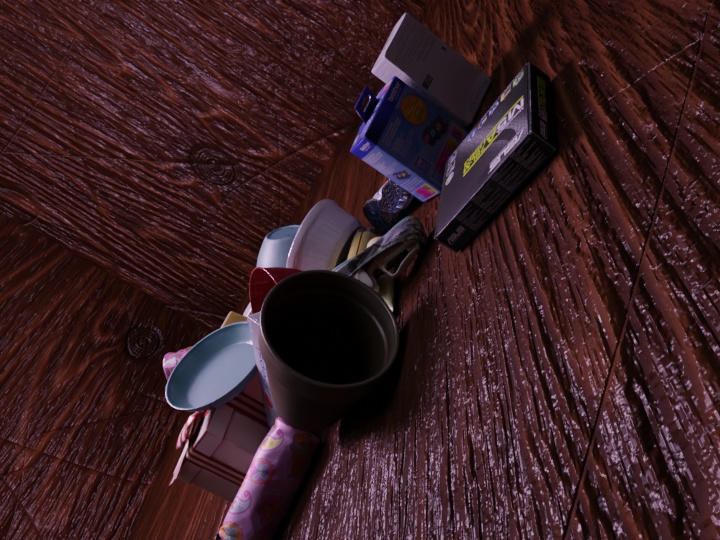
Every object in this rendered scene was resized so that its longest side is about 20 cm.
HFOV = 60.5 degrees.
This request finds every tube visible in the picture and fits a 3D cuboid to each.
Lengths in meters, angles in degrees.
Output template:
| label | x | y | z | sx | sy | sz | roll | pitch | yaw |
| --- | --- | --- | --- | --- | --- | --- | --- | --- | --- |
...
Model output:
| label | x | y | z | sx | sy | sz | roll | pitch | yaw |
| --- | --- | --- | --- | --- | --- | --- | --- | --- | --- |
| tube | 0.032 | 0.024 | 1.029 | 0.202 | 0.050 | 0.059 | -87 | -9 | -52 |

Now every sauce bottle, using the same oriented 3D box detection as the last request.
| label | x | y | z | sx | sy | sz | roll | pitch | yaw |
| --- | --- | --- | --- | --- | --- | --- | --- | --- | --- |
| sauce bottle | 0.000 | 0.000 | 1.148 | 0.065 | 0.064 | 0.202 | -49 | 16 | 38 |

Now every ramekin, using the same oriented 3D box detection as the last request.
| label | x | y | z | sx | sy | sz | roll | pitch | yaw |
| --- | --- | --- | --- | --- | --- | --- | --- | --- | --- |
| ramekin | -0.065 | -0.035 | 1.269 | 0.205 | 0.092 | 0.204 | -59 | -17 | -30 |

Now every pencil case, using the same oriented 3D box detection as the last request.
| label | x | y | z | sx | sy | sz | roll | pitch | yaw |
| --- | --- | --- | --- | --- | --- | --- | --- | --- | --- |
| pencil case | -0.280 | 0.164 | 1.188 | 0.196 | 0.083 | 0.088 | -23 | 57 | 6 |
| pencil case | -0.137 | 0.328 | 0.935 | 0.204 | 0.086 | 0.087 | -64 | 14 | -11 |

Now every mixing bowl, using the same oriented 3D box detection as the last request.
| label | x | y | z | sx | sy | sz | roll | pitch | yaw |
| --- | --- | --- | --- | --- | --- | --- | --- | --- | --- |
| mixing bowl | -0.113 | 0.078 | 1.112 | 0.106 | 0.205 | 0.200 | -18 | -8 | -28 |

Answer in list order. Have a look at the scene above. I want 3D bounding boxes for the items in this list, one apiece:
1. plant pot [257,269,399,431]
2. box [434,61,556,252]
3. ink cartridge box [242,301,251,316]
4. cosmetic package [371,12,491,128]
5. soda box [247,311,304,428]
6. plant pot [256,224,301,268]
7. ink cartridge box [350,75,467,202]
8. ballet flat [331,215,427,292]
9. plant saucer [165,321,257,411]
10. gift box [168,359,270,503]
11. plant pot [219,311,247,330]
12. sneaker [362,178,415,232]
| label | x | y | z | sx | sy | sz | roll | pitch | yaw |
| --- | --- | --- | --- | --- | --- | --- | --- | --- | --- |
| plant pot | -0.059 | 0.131 | 0.884 | 0.203 | 0.195 | 0.176 | -73 | 3 | -47 |
| box | 0.179 | -0.154 | 0.835 | 0.201 | 0.047 | 0.195 | -50 | 14 | 41 |
| ink cartridge box | -0.240 | 0.167 | 1.531 | 0.203 | 0.144 | 0.083 | -57 | 15 | 14 |
| cosmetic package | 0.127 | -0.347 | 1.102 | 0.104 | 0.197 | 0.074 | -62 | 14 | -14 |
| soda box | -0.126 | 0.164 | 1.000 | 0.063 | 0.067 | 0.206 | 20 | 123 | 54 |
| plant pot | -0.161 | -0.026 | 1.445 | 0.194 | 0.138 | 0.201 | -11 | 21 | 4 |
| ink cartridge box | 0.072 | -0.234 | 1.071 | 0.139 | 0.197 | 0.076 | -64 | 15 | -20 |
| ballet flat | 0.024 | -0.005 | 0.972 | 0.198 | 0.073 | 0.072 | -36 | 16 | 3 |
| plant saucer | -0.243 | 0.172 | 1.068 | 0.195 | 0.036 | 0.202 | -21 | 32 | 14 |
| gift box | -0.230 | 0.306 | 1.108 | 0.201 | 0.184 | 0.186 | -51 | 15 | 29 |
| plant pot | -0.228 | 0.190 | 1.311 | 0.203 | 0.186 | 0.201 | -57 | 8 | 12 |
| sneaker | 0.068 | -0.138 | 1.209 | 0.077 | 0.076 | 0.199 | -41 | 3 | -28 |
